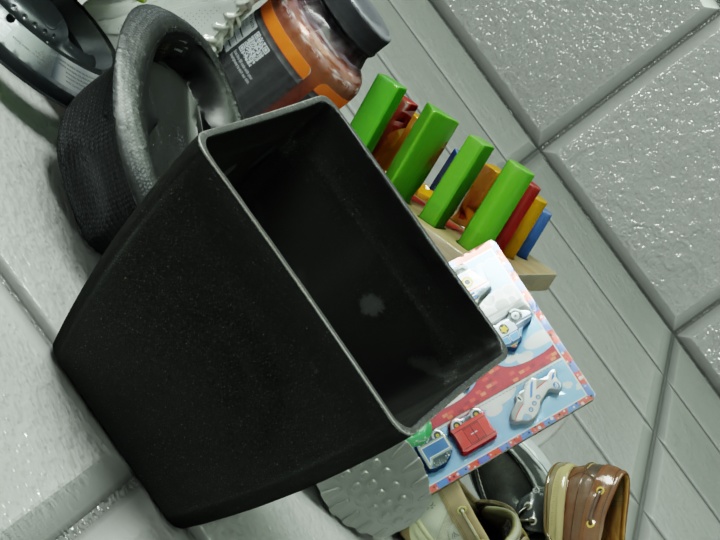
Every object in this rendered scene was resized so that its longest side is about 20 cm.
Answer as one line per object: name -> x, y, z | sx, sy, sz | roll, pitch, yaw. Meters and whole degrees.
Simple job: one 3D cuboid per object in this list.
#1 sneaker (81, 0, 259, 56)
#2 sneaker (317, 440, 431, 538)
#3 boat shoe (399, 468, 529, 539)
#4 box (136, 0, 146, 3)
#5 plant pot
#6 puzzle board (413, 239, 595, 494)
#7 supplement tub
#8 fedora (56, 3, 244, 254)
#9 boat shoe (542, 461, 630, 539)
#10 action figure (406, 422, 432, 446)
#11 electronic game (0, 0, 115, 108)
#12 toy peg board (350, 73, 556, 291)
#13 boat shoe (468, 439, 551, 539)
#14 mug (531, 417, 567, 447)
sneaker -> -0.125, -0.192, 1.571 | 0.100, 0.199, 0.078 | 67, 11, 16
sneaker -> -0.022, 0.111, 1.421 | 0.200, 0.076, 0.081 | 47, 5, -30
boat shoe -> 0.098, 0.214, 1.567 | 0.200, 0.066, 0.074 | 40, 18, -48
box -> -0.248, -0.269, 1.481 | 0.199, 0.048, 0.122 | 25, 9, -24
plant pot -> -0.060, 0.037, 1.196 | 0.200, 0.177, 0.200 | 55, 25, 3
puzzle board -> 0.058, 0.081, 1.518 | 0.151, 0.199, 0.017 | 57, -16, 17
supplement tub -> -0.072, -0.152, 1.618 | 0.107, 0.199, 0.107 | 50, 14, -17
fedora -> -0.146, -0.076, 1.361 | 0.201, 0.091, 0.202 | 47, 34, -46
boat shoe -> 0.189, 0.254, 1.627 | 0.072, 0.067, 0.202 | 28, 60, -58
action figure -> -0.009, 0.047, 1.472 | 0.054, 0.118, 0.201 | -19, 66, -32
electronic game -> -0.246, -0.184, 1.442 | 0.200, 0.042, 0.200 | 42, 13, -12
toy peg board -> 0.078, -0.077, 1.684 | 0.199, 0.098, 0.199 | 36, 12, 17
boat shoe -> 0.146, 0.220, 1.696 | 0.201, 0.068, 0.057 | 62, 18, -2
mug -> 0.096, 0.050, 1.849 | 0.178, 0.133, 0.200 | 47, 11, -33
